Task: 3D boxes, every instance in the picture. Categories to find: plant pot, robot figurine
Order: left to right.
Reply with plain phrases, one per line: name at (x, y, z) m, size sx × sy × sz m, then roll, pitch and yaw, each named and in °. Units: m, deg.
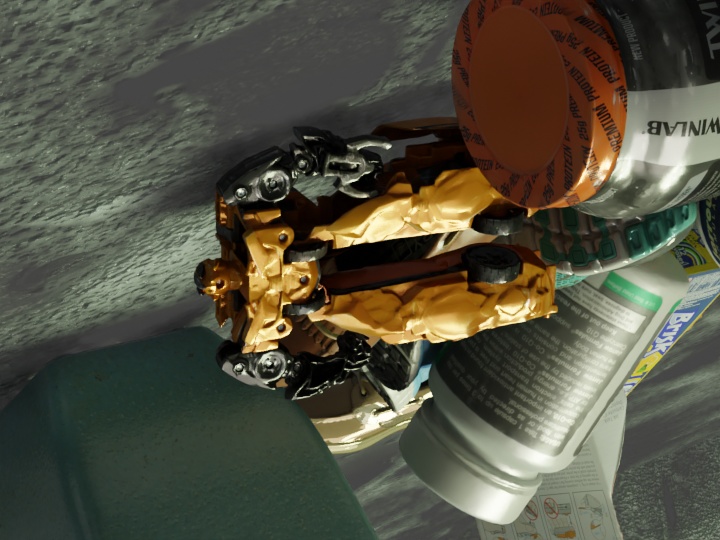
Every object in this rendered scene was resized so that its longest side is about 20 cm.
plant pot at (-0.131, 0.152, 1.108) m, size 0.194 × 0.202 × 0.196 m, roll -13°, pitch 163°, yaw -37°
robot figurine at (0.009, -0.012, 0.915) m, size 0.198 × 0.058 × 0.146 m, roll -8°, pitch 118°, yaw -21°

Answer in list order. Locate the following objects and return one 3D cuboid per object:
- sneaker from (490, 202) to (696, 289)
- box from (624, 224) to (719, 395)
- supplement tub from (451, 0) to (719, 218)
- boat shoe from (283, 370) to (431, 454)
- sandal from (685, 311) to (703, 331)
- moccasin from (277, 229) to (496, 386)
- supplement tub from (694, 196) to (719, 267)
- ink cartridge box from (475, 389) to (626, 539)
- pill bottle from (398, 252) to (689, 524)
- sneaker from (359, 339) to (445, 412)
sneaker at (0.119, -0.026, 1.039) m, size 0.091 × 0.079 × 0.199 m, roll 5°, pitch 170°, yaw -43°
box at (0.188, 0.025, 1.280) m, size 0.064 × 0.071 × 0.200 m, roll -9°, pitch 151°, yaw -30°
supplement tub at (0.146, -0.093, 0.795) m, size 0.199 × 0.123 × 0.122 m, roll -15°, pitch 165°, yaw -32°
boat shoe at (0.014, 0.091, 1.423) m, size 0.198 × 0.071 × 0.065 m, roll -10°, pitch 128°, yaw -17°
sandal at (0.225, 0.030, 1.387) m, size 0.080 × 0.054 × 0.200 m, roll -18°, pitch 166°, yaw -38°
moccasin at (0.001, 0.002, 1.020) m, size 0.201 × 0.074 × 0.077 m, roll -32°, pitch 161°, yaw 30°
supplement tub at (0.258, -0.031, 0.940) m, size 0.144 × 0.146 × 0.200 m, roll -22°, pitch -152°, yaw -3°
ink cartridge box at (0.133, 0.129, 1.302) m, size 0.050 × 0.202 × 0.160 m, roll -19°, pitch -178°, yaw -35°
pill bottle at (0.114, 0.057, 1.174) m, size 0.201 × 0.113 × 0.113 m, roll -58°, pitch 155°, yaw 16°
sneaker at (0.034, 0.032, 1.242) m, size 0.090 × 0.079 × 0.200 m, roll -40°, pitch 172°, yaw -8°
